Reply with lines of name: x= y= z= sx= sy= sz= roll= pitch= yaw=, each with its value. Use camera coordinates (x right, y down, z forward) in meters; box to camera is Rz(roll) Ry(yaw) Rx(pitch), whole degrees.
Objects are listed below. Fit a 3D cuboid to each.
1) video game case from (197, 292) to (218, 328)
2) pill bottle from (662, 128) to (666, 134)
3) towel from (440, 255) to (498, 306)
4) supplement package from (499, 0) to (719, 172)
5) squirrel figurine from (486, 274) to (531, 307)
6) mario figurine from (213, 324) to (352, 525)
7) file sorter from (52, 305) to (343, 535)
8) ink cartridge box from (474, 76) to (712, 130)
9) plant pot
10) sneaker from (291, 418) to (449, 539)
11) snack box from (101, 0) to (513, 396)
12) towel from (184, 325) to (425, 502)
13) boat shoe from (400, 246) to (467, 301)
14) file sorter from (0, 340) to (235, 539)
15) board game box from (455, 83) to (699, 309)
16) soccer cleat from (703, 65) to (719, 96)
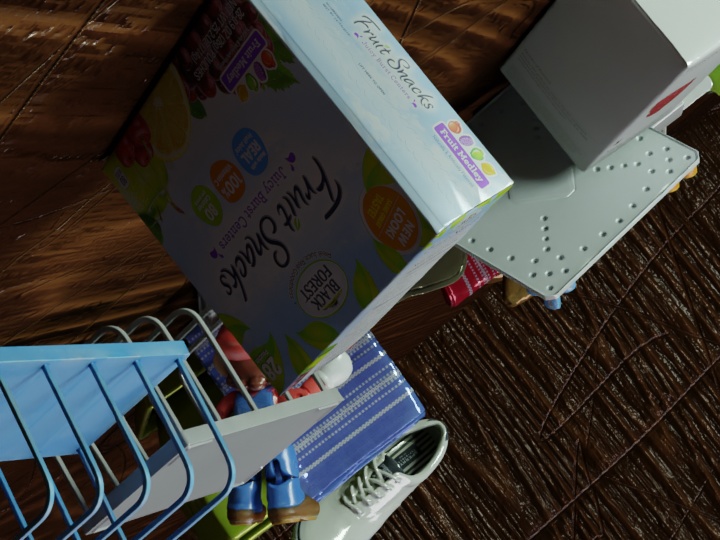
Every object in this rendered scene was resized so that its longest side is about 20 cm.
video game case: x=-0.055 y=-0.027 z=1.762 sx=0.200 sy=0.022 sz=0.182 roll=-37 pitch=173 yaw=-10
pill bottle: x=0.247 y=-0.140 z=2.187 sx=0.111 sy=0.111 sz=0.200 roll=-41 pitch=173 yaw=27
towel: x=0.138 y=-0.071 z=2.036 sx=0.200 sy=0.145 sz=0.022 roll=-36 pitch=-149 yaw=-15
supplement package: x=0.227 y=-0.193 z=1.693 sx=0.121 sy=0.120 sz=0.200 roll=-34 pitch=172 yaw=-28
squirrel figurine: x=0.197 y=-0.056 z=2.421 sx=0.200 sy=0.142 sz=0.187 roll=-34 pitch=179 yaw=-8
mario figurine: x=-0.073 y=0.121 z=1.803 sx=0.123 sy=0.200 sz=0.106 roll=-1 pitch=177 yaw=-12
file sorter: x=-0.145 y=0.108 z=1.656 sx=0.139 sy=0.125 sz=0.200 roll=-42 pitch=163 yaw=32
ink cartridge box: x=0.218 y=-0.158 z=1.905 sx=0.200 sy=0.116 sz=0.067 roll=-39 pitch=172 yaw=2
plant pot: x=-0.108 y=0.148 z=1.985 sx=0.200 sy=0.182 sz=0.199 roll=-36 pitch=174 yaw=-16
sneaker: x=0.008 y=0.206 z=1.966 sx=0.200 sy=0.073 sz=0.071 roll=-43 pitch=169 yaw=-34
snack box: x=-0.034 y=-0.050 z=1.083 sx=0.068 sy=0.169 sz=0.200 roll=-34 pitch=173 yaw=-36
towel: x=-0.049 y=0.095 z=1.861 sx=0.145 sy=0.200 sz=0.024 roll=-37 pitch=-171 yaw=-8
boat shoe: x=0.000 y=0.000 z=1.797 sx=0.200 sy=0.075 sz=0.068 roll=-7 pitch=-173 yaw=-41
file sorter: x=-0.208 y=0.139 z=1.455 sx=0.139 sy=0.123 sz=0.200 roll=-41 pitch=157 yaw=29
board game box: x=0.158 y=-0.073 z=1.783 sx=0.200 sy=0.200 sz=0.026 roll=-42 pitch=142 yaw=-21
soccer cleat: x=0.301 y=-0.218 z=1.992 sx=0.068 sy=0.081 sz=0.200 roll=-33 pitch=-153 yaw=-28
